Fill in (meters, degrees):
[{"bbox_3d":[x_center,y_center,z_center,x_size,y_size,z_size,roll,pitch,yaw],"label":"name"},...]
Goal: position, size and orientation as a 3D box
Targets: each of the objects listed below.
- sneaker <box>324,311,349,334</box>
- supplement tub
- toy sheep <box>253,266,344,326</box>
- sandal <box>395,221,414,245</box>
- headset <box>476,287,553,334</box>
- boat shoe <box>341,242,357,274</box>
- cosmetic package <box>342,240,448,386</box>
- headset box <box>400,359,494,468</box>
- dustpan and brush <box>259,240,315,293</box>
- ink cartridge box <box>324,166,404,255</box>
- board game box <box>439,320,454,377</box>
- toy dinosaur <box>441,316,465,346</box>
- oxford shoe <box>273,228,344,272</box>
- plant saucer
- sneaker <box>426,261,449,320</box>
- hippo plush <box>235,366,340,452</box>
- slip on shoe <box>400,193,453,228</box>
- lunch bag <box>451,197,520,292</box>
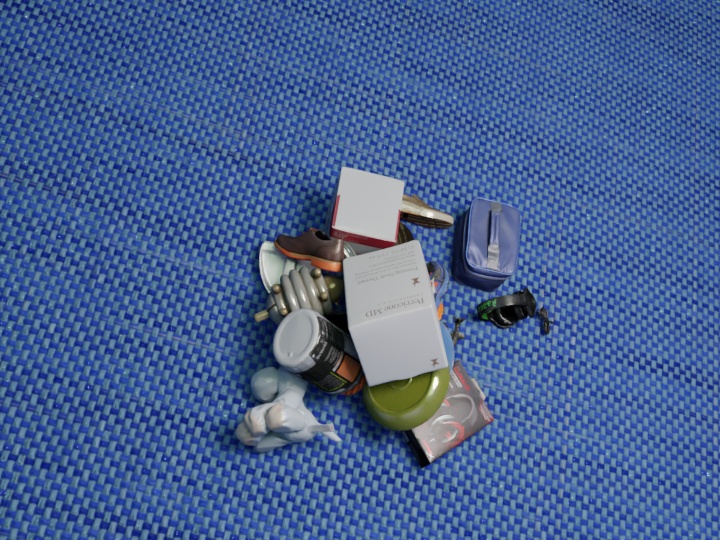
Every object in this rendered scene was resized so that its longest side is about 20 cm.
[{"bbox_3d":[-0.003,0.134,1.579,0.194,0.085,0.077,10,68,-12],"label":"sneaker"},{"bbox_3d":[-0.072,0.168,1.454,0.199,0.120,0.125,40,56,-46],"label":"supplement tub"},{"bbox_3d":[-0.125,0.059,1.504,0.195,0.138,0.141,-16,74,-6],"label":"toy sheep"},{"bbox_3d":[0.091,-0.044,1.657,0.081,0.054,0.203,33,32,-43],"label":"sandal"},{"bbox_3d":[0.354,0.099,1.666,0.196,0.123,0.097,3,69,-34],"label":"headset"},{"bbox_3d":[0.000,0.000,1.582,0.062,0.202,0.072,-45,45,-16],"label":"boat shoe"},{"bbox_3d":[0.066,0.082,1.434,0.163,0.169,0.202,-14,38,6],"label":"cosmetic package"},{"bbox_3d":[0.178,0.299,1.570,0.197,0.075,0.151,-27,77,-21],"label":"headset box"},{"bbox_3d":[-0.158,0.043,1.586,0.136,0.057,0.206,8,85,-8],"label":"dustpan and brush"},{"bbox_3d":[-0.001,-0.101,1.604,0.141,0.201,0.149,11,67,-7],"label":"ink cartridge box"},{"bbox_3d":[0.107,0.186,1.523,0.197,0.039,0.161,-30,54,14],"label":"board game box"},{"bbox_3d":[0.189,0.147,1.578,0.046,0.090,0.200,16,27,21],"label":"toy dinosaur"},{"bbox_3d":[-0.104,-0.054,1.534,0.070,0.197,0.075,2,103,-51],"label":"oxford shoe"},{"bbox_3d":[0.083,0.216,1.476,0.195,0.031,0.205,-14,60,25],"label":"plant saucer"},{"bbox_3d":[0.146,0.046,1.625,0.077,0.076,0.202,28,40,-12],"label":"sneaker"},{"bbox_3d":[-0.153,0.252,1.460,0.194,0.160,0.164,-10,60,4],"label":"hippo plush"},{"bbox_3d":[0.126,-0.148,1.722,0.194,0.076,0.062,12,74,-1],"label":"slip on shoe"},{"bbox_3d":[0.295,-0.069,1.700,0.132,0.133,0.205,11,69,-9],"label":"lunch bag"}]
